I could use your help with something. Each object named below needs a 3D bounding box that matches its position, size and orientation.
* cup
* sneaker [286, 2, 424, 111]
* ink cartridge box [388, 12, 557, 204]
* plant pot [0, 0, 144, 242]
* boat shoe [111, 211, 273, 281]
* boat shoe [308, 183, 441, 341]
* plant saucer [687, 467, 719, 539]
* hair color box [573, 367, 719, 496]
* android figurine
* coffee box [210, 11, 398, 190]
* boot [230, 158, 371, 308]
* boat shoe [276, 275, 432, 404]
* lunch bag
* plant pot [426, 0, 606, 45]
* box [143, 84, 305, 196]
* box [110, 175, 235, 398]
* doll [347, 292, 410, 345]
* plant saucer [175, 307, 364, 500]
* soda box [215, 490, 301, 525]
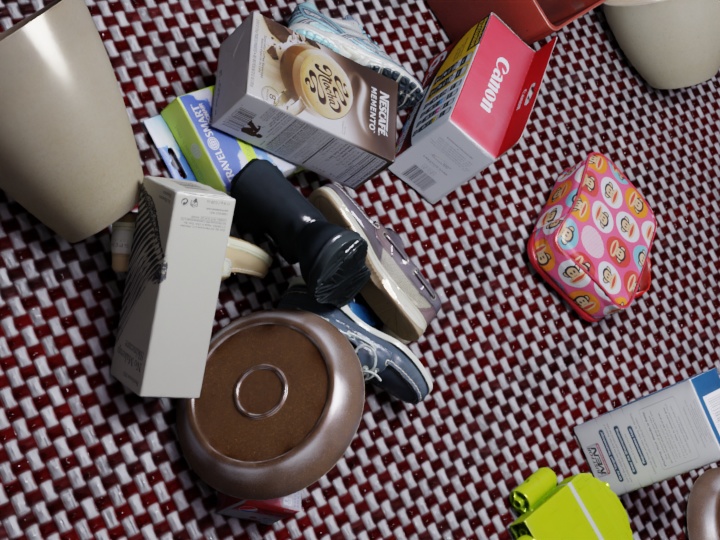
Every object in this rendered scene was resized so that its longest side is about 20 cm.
[{"bbox_3d":[0.466,-0.352,2.015,0.200,0.198,0.145,-36,118,-42],"label":"cup"},{"bbox_3d":[-0.002,-0.266,1.666,0.198,0.077,0.087,24,53,-27],"label":"sneaker"},{"bbox_3d":[0.138,-0.210,1.681,0.083,0.175,0.202,36,51,-18],"label":"ink cartridge box"},{"bbox_3d":[-0.298,-0.135,1.321,0.187,0.186,0.202,-46,113,-41],"label":"plant pot"},{"bbox_3d":[-0.177,-0.010,1.418,0.198,0.073,0.067,15,84,-40],"label":"boat shoe"},{"bbox_3d":[0.018,-0.017,1.505,0.065,0.072,0.201,-42,101,-32],"label":"boat shoe"},{"bbox_3d":[0.508,0.354,1.795,0.198,0.032,0.203,18,57,-30],"label":"plant saucer"},{"bbox_3d":[0.359,0.199,1.642,0.060,0.199,0.101,-15,78,-41],"label":"hair color box"},{"bbox_3d":[0.249,0.319,1.607,0.199,0.041,0.183,-31,89,-40],"label":"android figurine"},{"bbox_3d":[-0.059,-0.185,1.517,0.198,0.080,0.115,21,55,-30],"label":"coffee box"},{"bbox_3d":[-0.071,-0.046,1.404,0.168,0.200,0.077,43,87,10],"label":"boot"},{"bbox_3d":[-0.008,0.088,1.494,0.200,0.075,0.062,42,48,-13],"label":"boat shoe"},{"bbox_3d":[0.318,-0.037,1.803,0.176,0.082,0.201,43,49,-14],"label":"lunch bag"},{"bbox_3d":[0.195,-0.387,1.808,0.199,0.176,0.201,-34,91,-43],"label":"plant pot"},{"bbox_3d":[-0.132,-0.151,1.529,0.199,0.047,0.123,-26,86,-43],"label":"box"},{"bbox_3d":[-0.183,0.016,1.322,0.068,0.082,0.203,6,99,-35],"label":"box"},{"bbox_3d":[0.000,0.000,1.558,0.201,0.048,0.136,52,51,-6],"label":"doll"},{"bbox_3d":[-0.094,0.124,1.345,0.032,0.197,0.203,58,30,-60],"label":"plant saucer"},{"bbox_3d":[-0.099,0.151,1.401,0.069,0.063,0.203,18,60,-30],"label":"soda box"}]
